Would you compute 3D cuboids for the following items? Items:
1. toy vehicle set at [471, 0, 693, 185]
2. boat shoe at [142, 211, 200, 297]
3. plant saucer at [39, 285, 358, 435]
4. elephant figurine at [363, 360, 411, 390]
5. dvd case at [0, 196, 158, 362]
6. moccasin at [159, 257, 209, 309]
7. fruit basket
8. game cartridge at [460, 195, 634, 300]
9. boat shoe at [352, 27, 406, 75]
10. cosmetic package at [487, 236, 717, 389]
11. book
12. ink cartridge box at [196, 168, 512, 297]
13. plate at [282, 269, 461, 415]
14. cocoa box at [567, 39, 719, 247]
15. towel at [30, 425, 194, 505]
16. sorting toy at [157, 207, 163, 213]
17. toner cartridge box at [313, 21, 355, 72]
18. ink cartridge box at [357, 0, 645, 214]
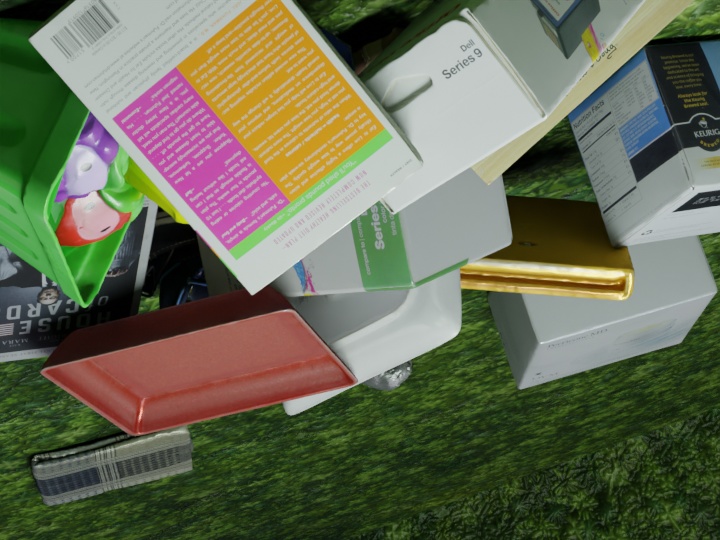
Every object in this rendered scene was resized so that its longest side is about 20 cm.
[{"bbox_3d":[0.149,-0.142,1.292,0.200,0.027,0.124,-42,-172,5],"label":"toy vehicle set"},{"bbox_3d":[-0.182,-0.004,1.465,0.200,0.062,0.075,-14,166,-21],"label":"boat shoe"},{"bbox_3d":[-0.121,0.068,1.440,0.199,0.037,0.200,-14,157,10],"label":"plant saucer"},{"bbox_3d":[0.031,0.012,1.767,0.141,0.155,0.200,34,131,-12],"label":"elephant figurine"},{"bbox_3d":[-0.230,-0.001,1.356,0.150,0.025,0.200,-7,143,-19],"label":"dvd case"},{"bbox_3d":[-0.117,0.010,1.634,0.080,0.068,0.200,8,153,-22],"label":"moccasin"},{"bbox_3d":[-0.146,-0.066,1.183,0.215,0.156,0.216,21,163,7],"label":"fruit basket"},{"bbox_3d":[0.143,-0.025,1.619,0.176,0.033,0.200,5,-163,2],"label":"game cartridge"},{"bbox_3d":[0.060,-0.137,1.358,0.072,0.076,0.200,-38,164,26],"label":"boat shoe"},{"bbox_3d":[0.256,0.026,2.003,0.199,0.123,0.200,-16,162,-6],"label":"cosmetic package"},{"bbox_3d":[-0.077,-0.101,1.079,0.134,0.200,0.048,-38,-164,6],"label":"book"},{"bbox_3d":[-0.008,-0.037,1.428,0.200,0.084,0.145,-4,-168,37],"label":"ink cartridge box"},{"bbox_3d":[0.000,0.000,1.552,0.200,0.200,0.032,-28,137,36],"label":"plate"},{"bbox_3d":[0.304,-0.113,1.577,0.200,0.131,0.133,-8,162,-29],"label":"cocoa box"},{"bbox_3d":[-0.301,0.232,2.273,0.200,0.035,0.193,-13,160,-9],"label":"towel"},{"bbox_3d":[-0.173,-0.076,1.393,0.185,0.037,0.200,-20,168,8],"label":"sorting toy"},{"bbox_3d":[-0.048,-0.121,1.250,0.043,0.095,0.200,-52,168,-10],"label":"toner cartridge box"},{"bbox_3d":[0.082,-0.141,1.180,0.145,0.088,0.200,-32,-170,41],"label":"ink cartridge box"}]
